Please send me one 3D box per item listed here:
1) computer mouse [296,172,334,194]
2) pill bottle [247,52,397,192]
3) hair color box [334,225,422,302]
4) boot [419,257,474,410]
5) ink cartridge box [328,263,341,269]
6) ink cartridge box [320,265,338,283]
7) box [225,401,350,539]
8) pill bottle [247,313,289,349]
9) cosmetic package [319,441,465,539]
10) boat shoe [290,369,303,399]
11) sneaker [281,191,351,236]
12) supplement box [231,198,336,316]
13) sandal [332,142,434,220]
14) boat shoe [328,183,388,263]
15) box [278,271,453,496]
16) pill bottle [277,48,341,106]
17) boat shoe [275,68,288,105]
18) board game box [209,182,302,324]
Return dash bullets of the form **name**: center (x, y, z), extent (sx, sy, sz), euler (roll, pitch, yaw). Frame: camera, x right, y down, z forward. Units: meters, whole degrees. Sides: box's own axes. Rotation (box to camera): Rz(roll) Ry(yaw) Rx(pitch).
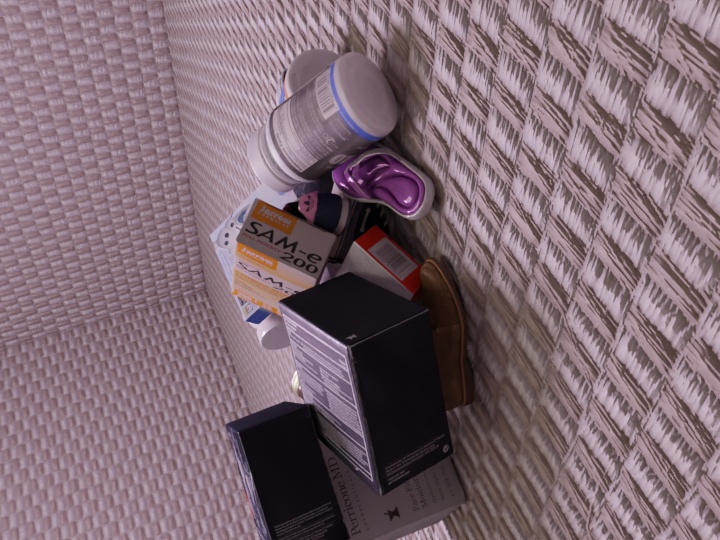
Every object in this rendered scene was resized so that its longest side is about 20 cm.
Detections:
- **computer mouse**: center (-0.063, -0.148, 1.231), extent (0.199, 0.136, 0.054), euler (34, 119, 53)
- **pill bottle**: center (-0.056, -0.189, 1.005), extent (0.198, 0.113, 0.116), euler (-27, 77, 37)
- **hair color box**: center (0.009, 0.050, 1.070), extent (0.110, 0.064, 0.202), euler (41, 131, 12)
- **boot**: center (0.095, 0.088, 0.973), extent (0.073, 0.074, 0.205), euler (-158, 56, -71)
- **ink cartridge box**: center (-0.076, 0.000, 1.416), extent (0.201, 0.082, 0.147), euler (107, 144, -59)
- **ink cartridge box**: center (-0.056, 0.075, 1.207), extent (0.098, 0.039, 0.204), euler (-25, 83, 31)
- **box**: center (-0.109, 0.290, 1.055), extent (0.200, 0.102, 0.187), euler (150, 103, -73)
- **pill bottle**: center (-0.173, 0.038, 1.418), extent (0.117, 0.114, 0.203), euler (102, 149, -56)
- **cosmetic package**: center (0.029, 0.329, 1.167), extent (0.166, 0.196, 0.168), euler (109, 141, -61)
- **boat shoe**: center (-0.057, 0.139, 1.277), extent (0.064, 0.072, 0.204), euler (34, 118, 31)
- **sneaker**: center (-0.087, -0.074, 1.097), extent (0.199, 0.080, 0.072), euler (-26, 55, 59)
- **supplement box**: center (-0.116, -0.005, 1.083), extent (0.201, 0.124, 0.075), euler (114, 180, -65)
- **sandal**: center (0.020, -0.127, 0.992), extent (0.201, 0.049, 0.084), euler (25, 100, 46)
- **boat shoe**: center (0.007, -0.101, 1.117), extent (0.204, 0.091, 0.075), euler (-68, 27, 17)
- **box**: center (0.006, 0.132, 0.950), extent (0.199, 0.121, 0.203), euler (24, 132, 57)
- **pill bottle**: center (-0.075, -0.242, 1.169), extent (0.200, 0.110, 0.115), euler (128, 125, -69)
- **boat shoe**: center (-0.102, -0.273, 1.317), extent (0.069, 0.070, 0.203), euler (99, 160, -54)
- **board game box**: center (-0.161, -0.046, 1.336), extent (0.043, 0.198, 0.202), euler (20, -145, -53)
